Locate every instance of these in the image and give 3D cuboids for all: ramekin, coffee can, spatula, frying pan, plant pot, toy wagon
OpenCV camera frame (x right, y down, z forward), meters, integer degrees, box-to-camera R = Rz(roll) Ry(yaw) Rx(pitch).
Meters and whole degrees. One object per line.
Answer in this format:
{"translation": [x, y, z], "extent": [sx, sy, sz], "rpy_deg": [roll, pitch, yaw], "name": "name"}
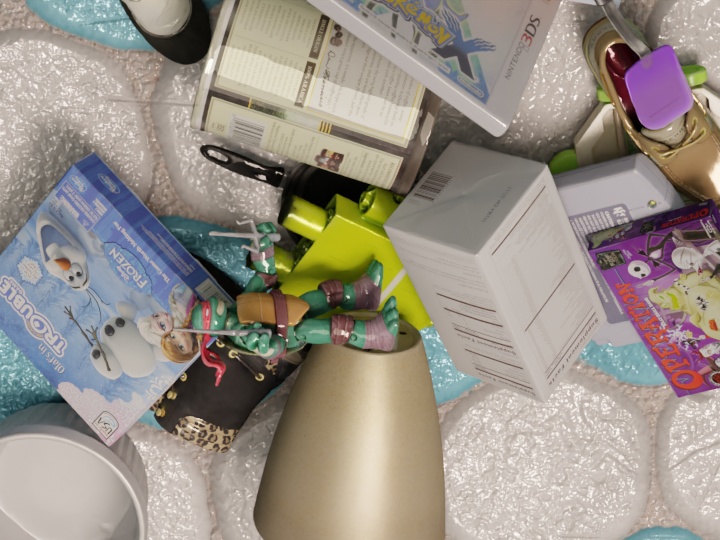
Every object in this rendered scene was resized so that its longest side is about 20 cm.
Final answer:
{"translation": [-0.302, 0.226, 1.546], "extent": [0.198, 0.105, 0.202], "rpy_deg": [1, 111, 1], "name": "ramekin"}
{"translation": [-0.033, -0.164, 1.363], "extent": [0.198, 0.147, 0.147], "rpy_deg": [17, 111, -4], "name": "coffee can"}
{"translation": [0.214, -0.210, 1.303], "extent": [0.056, 0.021, 0.201], "rpy_deg": [-34, 98, -15], "name": "spatula"}
{"translation": [-0.055, -0.063, 1.463], "extent": [0.188, 0.031, 0.116], "rpy_deg": [3, 113, 2], "name": "frying pan"}
{"translation": [0.001, 0.148, 1.458], "extent": [0.185, 0.188, 0.202], "rpy_deg": [7, 112, -1], "name": "plant pot"}
{"translation": [0.253, -0.100, 1.436], "extent": [0.198, 0.040, 0.157], "rpy_deg": [-10, 110, 7], "name": "toy wagon"}

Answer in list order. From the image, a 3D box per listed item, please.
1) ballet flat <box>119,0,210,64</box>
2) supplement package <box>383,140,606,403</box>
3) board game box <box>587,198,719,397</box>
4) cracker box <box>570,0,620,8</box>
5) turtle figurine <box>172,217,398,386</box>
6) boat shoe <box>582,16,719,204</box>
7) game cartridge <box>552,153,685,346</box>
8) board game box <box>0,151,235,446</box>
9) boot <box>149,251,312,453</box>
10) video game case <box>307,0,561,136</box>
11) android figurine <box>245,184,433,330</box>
{"translation": [-0.194, -0.266, 1.372], "extent": [0.068, 0.069, 0.201], "rpy_deg": [-23, 109, 9], "name": "ballet flat"}
{"translation": [0.123, 0.003, 1.386], "extent": [0.114, 0.109, 0.201], "rpy_deg": [-49, 135, -23], "name": "supplement package"}
{"translation": [0.301, 0.030, 1.412], "extent": [0.119, 0.032, 0.200], "rpy_deg": [-14, 127, 33], "name": "board game box"}
{"translation": [0.180, -0.331, 1.314], "extent": [0.133, 0.058, 0.202], "rpy_deg": [3, 113, -29], "name": "cracker box"}
{"translation": [-0.073, 0.030, 1.363], "extent": [0.198, 0.151, 0.101], "rpy_deg": [1, 141, -16], "name": "turtle figurine"}
{"translation": [0.263, -0.130, 1.365], "extent": [0.074, 0.066, 0.200], "rpy_deg": [-39, 104, 15], "name": "boat shoe"}
{"translation": [0.242, -0.017, 1.427], "extent": [0.132, 0.041, 0.201], "rpy_deg": [-10, 129, 29], "name": "game cartridge"}
{"translation": [-0.240, 0.030, 1.451], "extent": [0.200, 0.043, 0.199], "rpy_deg": [46, 122, 1], "name": "board game box"}
{"translation": [-0.164, 0.074, 1.503], "extent": [0.199, 0.073, 0.151], "rpy_deg": [31, 110, -13], "name": "boot"}
{"translation": [0.068, -0.232, 1.325], "extent": [0.199, 0.183, 0.022], "rpy_deg": [34, 141, -11], "name": "video game case"}
{"translation": [0.000, 0.000, 1.455], "extent": [0.199, 0.041, 0.182], "rpy_deg": [22, 128, -21], "name": "android figurine"}
